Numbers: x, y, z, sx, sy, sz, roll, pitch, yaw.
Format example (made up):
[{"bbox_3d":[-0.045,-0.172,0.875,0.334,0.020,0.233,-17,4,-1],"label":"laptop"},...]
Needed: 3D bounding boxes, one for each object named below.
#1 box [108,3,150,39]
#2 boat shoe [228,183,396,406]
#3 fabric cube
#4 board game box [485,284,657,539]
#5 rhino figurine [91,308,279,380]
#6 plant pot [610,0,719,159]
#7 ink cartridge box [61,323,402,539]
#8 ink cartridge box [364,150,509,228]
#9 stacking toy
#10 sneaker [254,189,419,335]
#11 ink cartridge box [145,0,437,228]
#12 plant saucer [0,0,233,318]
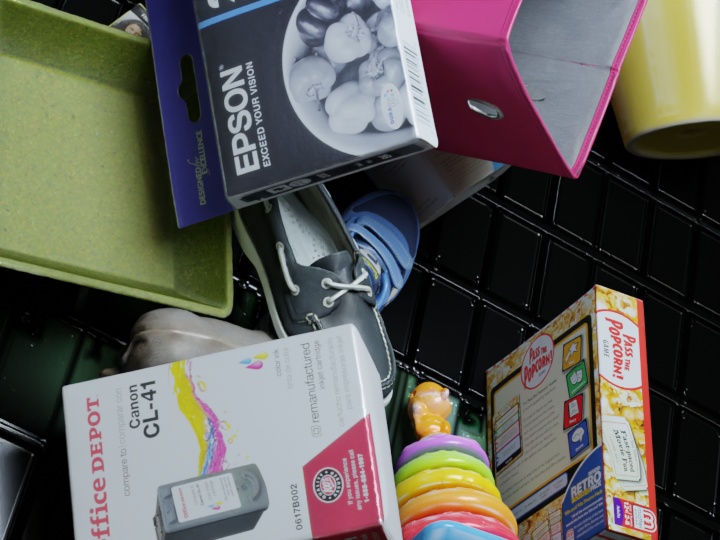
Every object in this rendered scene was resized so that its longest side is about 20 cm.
[{"bbox_3d":[-0.205,-0.114,1.482,0.075,0.050,0.200,48,47,-3],"label":"box"},{"bbox_3d":[-0.029,0.004,1.414,0.076,0.060,0.200,-13,61,-42],"label":"boat shoe"},{"bbox_3d":[0.076,-0.209,1.485,0.200,0.199,0.196,-67,152,-18],"label":"fabric cube"},{"bbox_3d":[0.151,0.133,1.505,0.046,0.151,0.200,18,54,-24],"label":"board game box"},{"bbox_3d":[-0.082,0.072,1.424,0.200,0.087,0.060,12,57,-28],"label":"rhino figurine"},{"bbox_3d":[0.286,-0.204,1.798,0.201,0.201,0.189,5,76,-33],"label":"plant pot"},{"bbox_3d":[-0.082,0.132,1.314,0.200,0.086,0.148,-12,61,5],"label":"ink cartridge box"},{"bbox_3d":[0.032,-0.144,1.655,0.116,0.067,0.200,-33,84,-42],"label":"ink cartridge box"},{"bbox_3d":[0.058,0.160,1.473,0.110,0.116,0.200,23,38,-26],"label":"stacking toy"},{"bbox_3d":[0.000,0.000,1.531,0.074,0.082,0.200,39,46,-5],"label":"sneaker"},{"bbox_3d":[-0.060,-0.148,1.382,0.043,0.200,0.198,24,52,-63],"label":"ink cartridge box"},{"bbox_3d":[-0.183,-0.071,1.408,0.200,0.048,0.200,15,62,-37],"label":"plant saucer"}]
